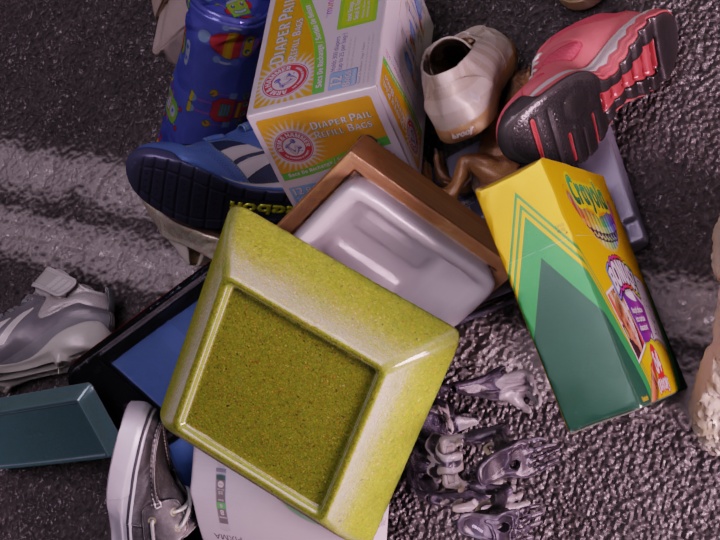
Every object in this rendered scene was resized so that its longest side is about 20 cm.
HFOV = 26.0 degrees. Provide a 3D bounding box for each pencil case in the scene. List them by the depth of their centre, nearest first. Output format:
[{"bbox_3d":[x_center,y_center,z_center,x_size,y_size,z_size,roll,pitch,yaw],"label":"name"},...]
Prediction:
[{"bbox_3d":[-0.127,-0.164,1.337,0.087,0.077,0.201,60,146,37],"label":"pencil case"}]

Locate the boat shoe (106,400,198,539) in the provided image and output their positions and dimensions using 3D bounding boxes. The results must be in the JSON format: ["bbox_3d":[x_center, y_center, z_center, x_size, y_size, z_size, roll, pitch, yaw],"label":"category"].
[{"bbox_3d":[-0.164,0.196,1.270,0.070,0.072,0.202,8,120,7],"label":"boat shoe"}]

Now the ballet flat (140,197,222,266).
[{"bbox_3d":[-0.126,-0.020,1.360,0.199,0.067,0.063,29,116,33],"label":"ballet flat"}]

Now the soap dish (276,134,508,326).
[{"bbox_3d":[0.000,0.000,1.195,0.200,0.157,0.082,-43,22,38],"label":"soap dish"}]

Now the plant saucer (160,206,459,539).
[{"bbox_3d":[-0.053,0.086,1.143,0.199,0.048,0.201,29,117,15],"label":"plant saucer"}]

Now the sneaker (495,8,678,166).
[{"bbox_3d":[0.162,-0.143,1.216,0.200,0.074,0.086,-36,37,-31],"label":"sneaker"}]

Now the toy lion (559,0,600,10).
[{"bbox_3d":[0.164,-0.326,1.313,0.198,0.069,0.193,17,75,30],"label":"toy lion"}]

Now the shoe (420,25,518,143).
[{"bbox_3d":[0.083,-0.163,1.236,0.069,0.054,0.200,-27,19,18],"label":"shoe"}]

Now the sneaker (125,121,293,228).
[{"bbox_3d":[-0.100,-0.085,1.322,0.198,0.074,0.083,7,54,-14],"label":"sneaker"}]

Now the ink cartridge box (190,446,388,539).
[{"bbox_3d":[-0.058,0.206,1.225,0.159,0.050,0.203,4,89,23],"label":"ink cartridge box"}]

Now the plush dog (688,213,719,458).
[{"bbox_3d":[0.331,0.041,1.074,0.170,0.161,0.202,10,79,2],"label":"plush dog"}]

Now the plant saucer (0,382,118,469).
[{"bbox_3d":[-0.276,0.139,1.346,0.199,0.019,0.070,-13,110,46],"label":"plant saucer"}]

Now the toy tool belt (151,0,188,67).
[{"bbox_3d":[-0.100,-0.263,1.383,0.200,0.124,0.124,-38,30,36],"label":"toy tool belt"}]

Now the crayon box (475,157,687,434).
[{"bbox_3d":[0.161,0.016,1.097,0.058,0.200,0.174,-22,82,18],"label":"crayon box"}]

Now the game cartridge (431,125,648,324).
[{"bbox_3d":[0.122,-0.045,1.256,0.198,0.041,0.134,-22,69,19],"label":"game cartridge"}]

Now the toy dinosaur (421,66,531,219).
[{"bbox_3d":[0.102,-0.072,1.220,0.105,0.060,0.202,-5,72,24],"label":"toy dinosaur"}]

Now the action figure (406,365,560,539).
[{"bbox_3d":[0.087,0.137,1.178,0.200,0.101,0.120,-139,51,-68],"label":"action figure"}]

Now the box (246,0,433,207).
[{"bbox_3d":[-0.012,-0.160,1.245,0.111,0.102,0.201,-12,43,17],"label":"box"}]

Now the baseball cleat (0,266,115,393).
[{"bbox_3d":[-0.312,0.056,1.434,0.198,0.070,0.108,-8,64,15],"label":"baseball cleat"}]

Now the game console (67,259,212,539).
[{"bbox_3d":[-0.117,0.111,1.284,0.199,0.172,0.119,-35,35,12],"label":"game console"}]
